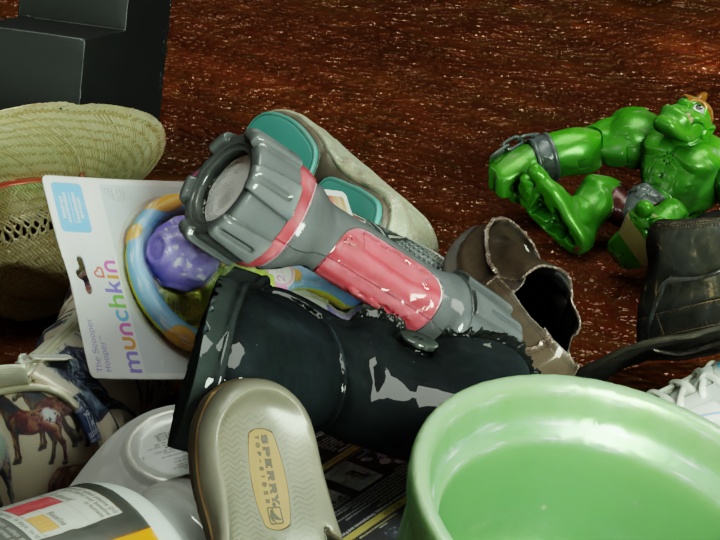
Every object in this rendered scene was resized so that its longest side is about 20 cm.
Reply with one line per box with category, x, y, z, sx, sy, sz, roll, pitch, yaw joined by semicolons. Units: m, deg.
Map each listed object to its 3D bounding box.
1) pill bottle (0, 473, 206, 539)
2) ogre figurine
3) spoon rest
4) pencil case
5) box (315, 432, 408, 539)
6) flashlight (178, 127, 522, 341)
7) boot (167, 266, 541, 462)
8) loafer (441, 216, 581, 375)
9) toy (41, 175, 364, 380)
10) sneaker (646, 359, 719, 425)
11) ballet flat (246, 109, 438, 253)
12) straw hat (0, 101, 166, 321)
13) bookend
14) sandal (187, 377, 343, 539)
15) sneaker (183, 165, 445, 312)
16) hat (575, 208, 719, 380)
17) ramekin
pill bottle;-0.135;0.155;1.108;0.200;0.116;0.116;-16;29;-37
ogre figurine;0.188;-0.053;1.691;0.120;0.098;0.200;-36;26;-31
spoon rest;-0.129;0.114;1.234;0.200;0.061;0.099;-12;41;-16
pencil case;-0.145;0.056;1.378;0.078;0.090;0.200;8;22;10
box;0.019;0.119;1.304;0.161;0.049;0.200;16;27;31
flashlight;0.000;0.000;1.347;0.200;0.068;0.068;33;-26;-30
boot;0.004;0.057;1.227;0.168;0.076;0.200;17;10;1
loafer;0.097;0.026;1.484;0.073;0.071;0.200;43;20;-23
toy;-0.061;-0.003;1.372;0.200;0.047;0.115;3;61;-41
sneaker;0.185;0.074;1.390;0.200;0.087;0.075;0;25;-5
ballet flat;-0.014;-0.044;1.695;0.062;0.067;0.200;22;13;-35
straw hat;-0.196;-0.017;1.541;0.201;0.201;0.085;-10;68;-29
bookend;-0.195;-0.161;1.697;0.092;0.199;0.200;9;11;11
sandal;-0.019;0.136;1.096;0.082;0.200;0.055;1;-20;-40
sneaker;-0.020;-0.009;1.496;0.200;0.075;0.081;16;50;-34
hat;0.198;0.004;1.454;0.200;0.081;0.201;-16;-7;-2
ramekin;0.103;0.144;1.138;0.200;0.098;0.200;14;32;-9
